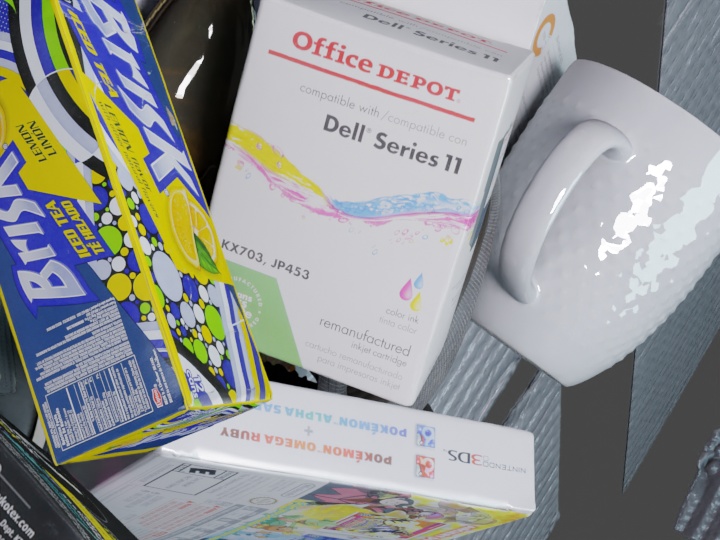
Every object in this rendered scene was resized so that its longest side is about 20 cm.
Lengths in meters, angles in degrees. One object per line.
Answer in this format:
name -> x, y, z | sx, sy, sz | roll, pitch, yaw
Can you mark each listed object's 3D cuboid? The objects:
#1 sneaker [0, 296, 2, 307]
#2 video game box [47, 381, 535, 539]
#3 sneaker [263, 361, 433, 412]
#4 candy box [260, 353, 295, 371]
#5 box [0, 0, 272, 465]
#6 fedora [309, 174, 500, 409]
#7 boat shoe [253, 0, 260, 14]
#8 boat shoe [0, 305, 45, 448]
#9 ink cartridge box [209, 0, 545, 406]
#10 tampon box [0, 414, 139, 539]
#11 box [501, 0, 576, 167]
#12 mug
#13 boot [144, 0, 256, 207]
sneaker -> -0.194, 0.060, 0.614 | 0.199, 0.079, 0.130 | -58, 160, -13
video game box -> -0.043, 0.103, 0.715 | 0.200, 0.182, 0.047 | -33, -134, 57
sneaker -> -0.043, 0.106, 0.873 | 0.200, 0.070, 0.093 | 1, 141, -51
candy box -> -0.116, 0.116, 0.891 | 0.200, 0.055, 0.116 | -49, 154, -31
box -> -0.105, -0.031, 0.565 | 0.064, 0.200, 0.070 | -23, 170, 20
fedora -> 0.000, 0.000, 0.815 | 0.177, 0.090, 0.200 | -45, 153, -37
boat shoe -> -0.066, -0.057, 0.780 | 0.202, 0.075, 0.086 | -64, 159, 9
boat shoe -> -0.169, 0.017, 0.677 | 0.062, 0.073, 0.200 | 2, 131, -19
ink cartridge box -> 0.003, -0.055, 0.655 | 0.067, 0.117, 0.200 | -49, 157, -67
tampon box -> -0.141, 0.131, 0.531 | 0.126, 0.150, 0.200 | -46, 149, -10
box -> 0.050, -0.100, 0.965 | 0.200, 0.097, 0.124 | -58, 158, -12
mug -> 0.138, -0.027, 0.921 | 0.175, 0.148, 0.200 | -55, 158, 0
boot -> -0.086, -0.039, 0.679 | 0.097, 0.075, 0.200 | -132, -121, -70
